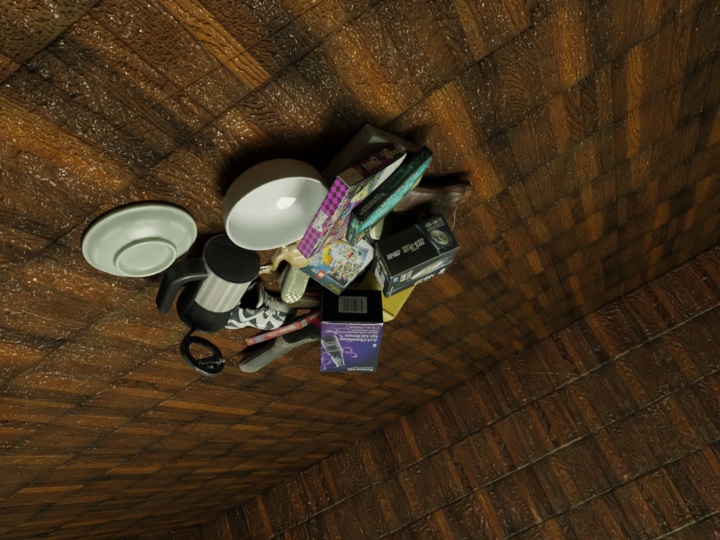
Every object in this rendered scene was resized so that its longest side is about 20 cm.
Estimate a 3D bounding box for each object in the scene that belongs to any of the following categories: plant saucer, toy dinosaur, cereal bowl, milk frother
[{"bbox_3d":[-0.385,-0.039,1.056,0.198,0.051,0.201,-21,155,-10],"label":"plant saucer"},{"bbox_3d":[-0.118,-0.057,1.184,0.197,0.102,0.058,-19,-164,8],"label":"toy dinosaur"},{"bbox_3d":[0.080,0.037,1.512,0.201,0.048,0.200,-57,148,0],"label":"plant saucer"},{"bbox_3d":[-0.154,-0.128,1.055,0.198,0.084,0.201,-21,155,-10],"label":"cereal bowl"},{"bbox_3d":[-0.281,0.072,1.165,0.180,0.201,0.188,-27,163,-46],"label":"milk frother"}]

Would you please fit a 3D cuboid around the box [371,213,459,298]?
[{"bbox_3d":[0.116,-0.027,1.328,0.162,0.087,0.200,-24,166,-8],"label":"box"}]

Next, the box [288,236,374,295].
[{"bbox_3d":[-0.061,-0.039,1.290,0.137,0.038,0.200,-46,143,4],"label":"box"}]

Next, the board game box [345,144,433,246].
[{"bbox_3d":[0.053,-0.140,1.140,0.200,0.028,0.135,-44,173,-16],"label":"board game box"}]

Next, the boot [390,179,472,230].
[{"bbox_3d":[0.133,-0.131,1.336,0.198,0.065,0.188,-10,142,-31],"label":"boot"}]

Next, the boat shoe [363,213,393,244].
[{"bbox_3d":[0.027,-0.094,1.301,0.065,0.076,0.199,8,-173,14],"label":"boat shoe"}]

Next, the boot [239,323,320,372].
[{"bbox_3d":[-0.220,0.214,1.660,0.181,0.073,0.200,-5,150,-49],"label":"boot"}]

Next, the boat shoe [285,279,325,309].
[{"bbox_3d":[-0.113,0.056,1.465,0.071,0.069,0.199,-19,164,34],"label":"boat shoe"}]

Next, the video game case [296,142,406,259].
[{"bbox_3d":[-0.017,-0.125,1.079,0.181,0.036,0.200,-39,170,-43],"label":"video game case"}]

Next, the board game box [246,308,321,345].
[{"bbox_3d":[-0.189,0.142,1.498,0.198,0.020,0.103,-21,-176,38],"label":"board game box"}]

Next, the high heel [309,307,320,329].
[{"bbox_3d":[-0.066,0.123,1.597,0.067,0.097,0.199,-40,151,30],"label":"high heel"}]

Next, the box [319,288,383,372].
[{"bbox_3d":[-0.025,0.147,1.429,0.146,0.105,0.202,1,136,-3],"label":"box"}]

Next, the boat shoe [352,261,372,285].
[{"bbox_3d":[0.000,0.000,1.461,0.073,0.063,0.200,-32,154,16],"label":"boat shoe"}]

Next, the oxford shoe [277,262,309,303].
[{"bbox_3d":[-0.133,-0.018,1.324,0.074,0.058,0.201,5,127,-38],"label":"oxford shoe"}]

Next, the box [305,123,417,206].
[{"bbox_3d":[-0.001,-0.185,1.143,0.143,0.037,0.200,6,141,-49],"label":"box"}]

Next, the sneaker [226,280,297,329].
[{"bbox_3d":[-0.221,0.078,1.390,0.197,0.081,0.130,4,152,-29],"label":"sneaker"}]
